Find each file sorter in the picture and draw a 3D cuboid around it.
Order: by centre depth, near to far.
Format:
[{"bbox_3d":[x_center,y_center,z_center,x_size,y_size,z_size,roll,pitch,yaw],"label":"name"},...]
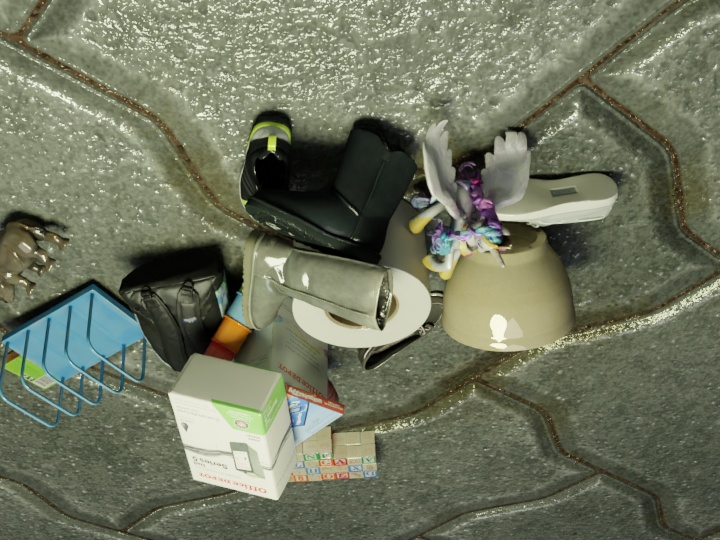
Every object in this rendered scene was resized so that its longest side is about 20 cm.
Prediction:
[{"bbox_3d":[-0.456,0.144,1.548,0.199,0.123,0.139,-28,135,18],"label":"file sorter"}]

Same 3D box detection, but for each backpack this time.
[{"bbox_3d":[-0.265,0.070,1.503,0.162,0.154,0.201,-11,119,5],"label":"backpack"}]

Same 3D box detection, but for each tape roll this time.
[{"bbox_3d":[0.000,0.000,1.413,0.201,0.140,0.203,-1,141,-1],"label":"tape roll"}]

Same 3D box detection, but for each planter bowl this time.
[{"bbox_3d":[0.214,0.010,1.417,0.198,0.201,0.136,-4,115,3],"label":"planter bowl"}]

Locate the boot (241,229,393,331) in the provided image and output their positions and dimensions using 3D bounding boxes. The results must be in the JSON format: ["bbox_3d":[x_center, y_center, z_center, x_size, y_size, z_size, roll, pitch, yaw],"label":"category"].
[{"bbox_3d":[-0.057,0.036,1.284,0.198,0.073,0.183,15,139,10],"label":"boot"}]

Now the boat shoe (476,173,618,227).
[{"bbox_3d":[0.263,-0.092,1.375,0.198,0.072,0.069,-11,142,-4],"label":"boat shoe"}]

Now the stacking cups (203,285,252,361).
[{"bbox_3d":[-0.169,0.064,1.447,0.060,0.201,0.061,28,174,3],"label":"stacking cups"}]

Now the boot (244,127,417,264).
[{"bbox_3d":[-0.035,-0.112,1.264,0.199,0.169,0.076,23,168,-16],"label":"boot"}]

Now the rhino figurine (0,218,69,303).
[{"bbox_3d":[-0.515,-0.009,1.440,0.087,0.060,0.200,35,132,-19],"label":"rhino figurine"}]

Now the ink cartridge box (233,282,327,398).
[{"bbox_3d":[-0.121,0.120,1.508,0.084,0.201,0.144,-24,137,25],"label":"ink cartridge box"}]

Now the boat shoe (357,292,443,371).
[{"bbox_3d":[0.073,0.107,1.615,0.067,0.057,0.200,29,132,-33],"label":"boat shoe"}]

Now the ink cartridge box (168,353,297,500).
[{"bbox_3d":[-0.180,0.229,1.405,0.144,0.084,0.201,10,133,17],"label":"ink cartridge box"}]

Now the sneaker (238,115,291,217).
[{"bbox_3d":[-0.130,-0.118,1.304,0.071,0.083,0.201,2,141,-5],"label":"sneaker"}]

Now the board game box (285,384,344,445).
[{"bbox_3d":[-0.122,0.235,1.481,0.102,0.020,0.200,23,139,-27],"label":"board game box"}]

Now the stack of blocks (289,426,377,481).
[{"bbox_3d":[-0.068,0.365,1.929,0.198,0.059,0.116,-4,141,2],"label":"stack of blocks"}]

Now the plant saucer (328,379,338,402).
[{"bbox_3d":[-0.132,0.191,1.628,0.199,0.201,0.051,9,109,-13],"label":"plant saucer"}]

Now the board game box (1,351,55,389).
[{"bbox_3d":[-0.510,0.141,1.654,0.199,0.030,0.095,-25,136,28],"label":"board game box"}]

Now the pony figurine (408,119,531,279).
[{"bbox_3d":[0.138,-0.087,1.288,0.165,0.195,0.200,-1,171,-24],"label":"pony figurine"}]
